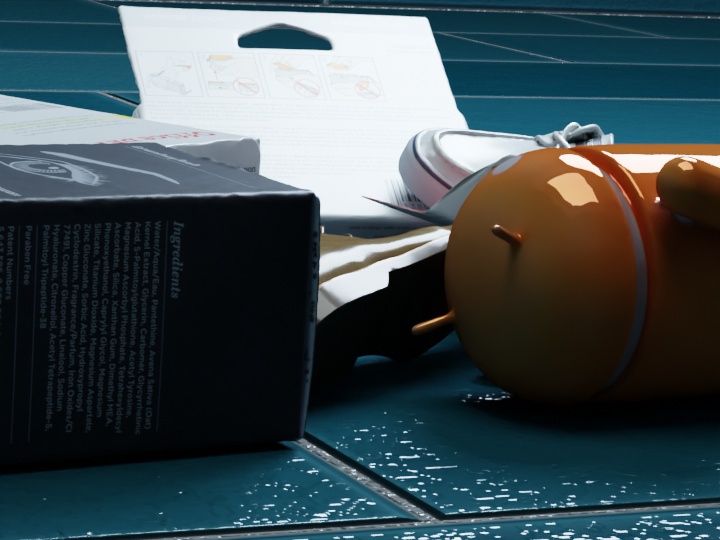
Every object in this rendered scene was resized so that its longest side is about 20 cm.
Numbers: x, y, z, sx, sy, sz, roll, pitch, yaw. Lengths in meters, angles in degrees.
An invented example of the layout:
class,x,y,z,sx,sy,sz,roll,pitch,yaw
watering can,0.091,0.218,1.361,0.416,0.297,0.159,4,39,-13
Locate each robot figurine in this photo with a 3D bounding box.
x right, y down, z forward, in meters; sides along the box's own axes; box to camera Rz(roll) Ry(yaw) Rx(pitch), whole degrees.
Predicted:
class,x,y,z,sx,sy,sz,roll,pitch,yaw
robot figurine,0.122,0.000,1.161,0.199,0.118,0.144,-3,11,-32

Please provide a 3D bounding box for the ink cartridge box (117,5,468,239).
class,x,y,z,sx,sy,sz,roll,pitch,yaw
ink cartridge box,-0.037,-0.077,1.501,0.199,0.044,0.174,0,45,-18

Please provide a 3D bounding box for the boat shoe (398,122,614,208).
class,x,y,z,sx,sy,sz,roll,pitch,yaw
boat shoe,0.122,-0.052,1.455,0.199,0.066,0.074,13,42,-12

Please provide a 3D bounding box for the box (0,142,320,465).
class,x,y,z,sx,sy,sz,roll,pitch,yaw
box,-0.136,0.010,1.046,0.199,0.105,0.148,-2,11,-31

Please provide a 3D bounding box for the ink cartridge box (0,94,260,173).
class,x,y,z,sx,sy,sz,roll,pitch,yaw
ink cartridge box,-0.172,-0.037,1.359,0.199,0.084,0.145,10,13,35

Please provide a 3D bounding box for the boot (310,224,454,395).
class,x,y,z,sx,sy,sz,roll,pitch,yaw
boot,0.000,0.000,1.195,0.075,0.074,0.200,35,24,23

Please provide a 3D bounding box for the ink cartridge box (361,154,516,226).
class,x,y,z,sx,sy,sz,roll,pitch,yaw
ink cartridge box,0.118,-0.020,1.345,0.162,0.057,0.200,20,4,-32
